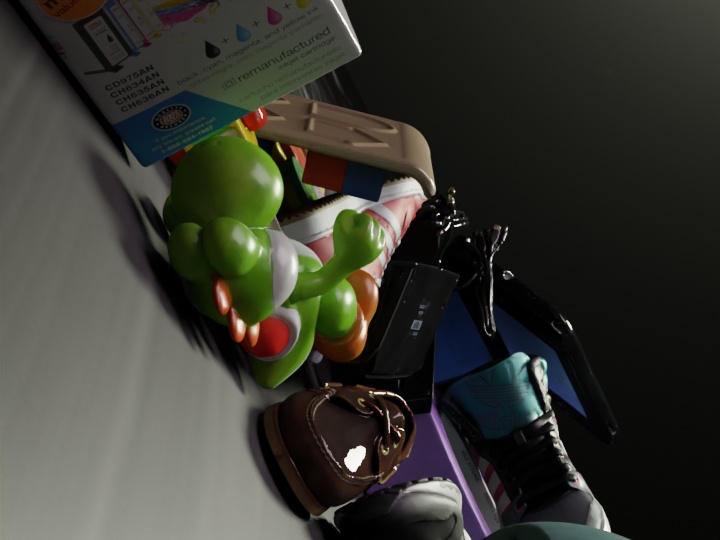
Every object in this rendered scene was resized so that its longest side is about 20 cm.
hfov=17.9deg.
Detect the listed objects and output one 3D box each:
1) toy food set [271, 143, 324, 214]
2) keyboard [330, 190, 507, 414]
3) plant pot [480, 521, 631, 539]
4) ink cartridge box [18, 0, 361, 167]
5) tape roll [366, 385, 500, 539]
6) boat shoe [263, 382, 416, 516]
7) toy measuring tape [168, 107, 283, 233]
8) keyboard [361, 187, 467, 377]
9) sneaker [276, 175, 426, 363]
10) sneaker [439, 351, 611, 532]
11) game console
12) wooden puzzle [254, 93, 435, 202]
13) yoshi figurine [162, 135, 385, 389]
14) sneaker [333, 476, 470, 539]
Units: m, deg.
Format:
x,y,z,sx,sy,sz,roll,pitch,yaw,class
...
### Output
x,y,z,sx,sy,sz,roll,pitch,yaw,class
-0.058,-0.068,1.732,0.199,0.048,0.200,67,6,27,toy food set
0.043,0.021,1.626,0.021,0.126,0.201,68,19,-46,keyboard
0.122,0.238,1.299,0.161,0.201,0.201,38,16,-23,plant pot
-0.114,-0.191,1.239,0.200,0.146,0.145,56,9,-52,ink cartridge box
0.059,0.175,1.636,0.201,0.065,0.200,62,6,-11,tape roll
-0.008,0.096,1.341,0.071,0.070,0.200,65,7,1,boat shoe
-0.077,-0.063,1.428,0.201,0.073,0.074,62,6,-18,toy measuring tape
0.038,0.008,1.468,0.020,0.128,0.200,23,2,10,keyboard
0.000,0.000,1.597,0.200,0.071,0.113,-24,97,-57,sneaker
0.115,0.122,1.612,0.200,0.083,0.121,-122,-172,-62,sneaker
0.084,0.075,1.730,0.176,0.116,0.200,39,-11,33,game console
-0.046,-0.092,1.564,0.199,0.047,0.185,19,11,-3,wooden puzzle
-0.054,-0.015,1.285,0.112,0.112,0.200,49,2,21,yoshi figurine
0.043,0.190,1.389,0.200,0.075,0.088,53,18,-64,sneaker
